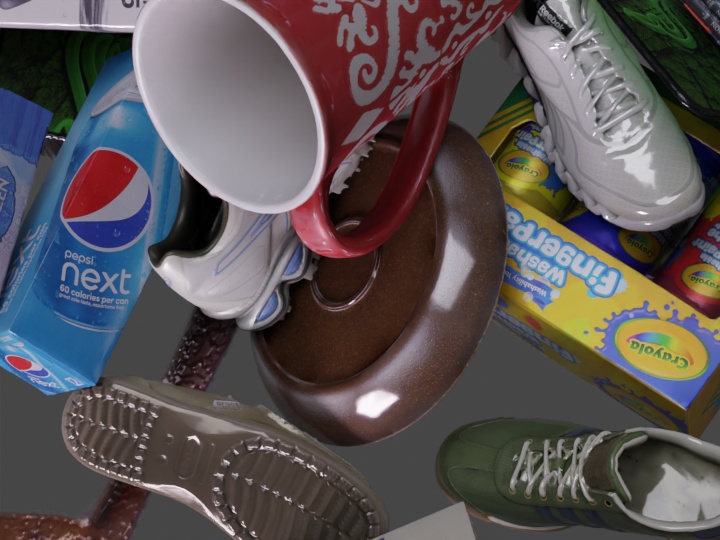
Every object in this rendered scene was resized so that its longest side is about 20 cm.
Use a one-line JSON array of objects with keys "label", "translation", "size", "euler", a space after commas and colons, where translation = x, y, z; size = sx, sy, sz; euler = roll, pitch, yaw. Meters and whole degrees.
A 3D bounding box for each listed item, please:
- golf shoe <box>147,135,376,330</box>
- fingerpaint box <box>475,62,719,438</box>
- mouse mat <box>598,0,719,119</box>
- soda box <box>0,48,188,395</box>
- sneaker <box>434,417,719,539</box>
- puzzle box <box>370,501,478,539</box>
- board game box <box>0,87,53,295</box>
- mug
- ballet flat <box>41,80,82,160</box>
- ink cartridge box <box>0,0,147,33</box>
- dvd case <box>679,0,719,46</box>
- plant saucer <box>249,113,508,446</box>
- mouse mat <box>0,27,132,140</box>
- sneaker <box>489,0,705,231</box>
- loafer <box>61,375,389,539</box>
[{"label": "golf shoe", "translation": [-0.054, -0.069, 1.415], "size": [0.078, 0.097, 0.201], "euler": [16, 83, 49]}, {"label": "fingerpaint box", "translation": [0.155, -0.023, 1.444], "size": [0.199, 0.073, 0.167], "euler": [33, 77, 20]}, {"label": "mouse mat", "translation": [0.193, -0.134, 1.418], "size": [0.008, 0.199, 0.161], "euler": [-47, 61, 22]}, {"label": "soda box", "translation": [-0.150, -0.031, 1.433], "size": [0.064, 0.068, 0.201], "euler": [33, 66, -24]}, {"label": "sneaker", "translation": [0.136, 0.111, 1.383], "size": [0.199, 0.090, 0.068], "euler": [10, 71, 13]}, {"label": "puzzle box", "translation": [0.008, 0.185, 1.306], "size": [0.132, 0.200, 0.026], "euler": [-23, 102, 3]}, {"label": "board game box", "translation": [-0.272, 0.007, 1.451], "size": [0.199, 0.043, 0.200], "euler": [-13, 58, 50]}, {"label": "mug", "translation": [-0.011, -0.122, 1.353], "size": [0.133, 0.178, 0.200], "euler": [30, 48, 25]}, {"label": "ballet flat", "translation": [-0.181, -0.164, 1.562], "size": [0.066, 0.057, 0.201], "euler": [-5, 67, 9]}, {"label": "ink cartridge box", "translation": [-0.151, -0.210, 1.419], "size": [0.199, 0.084, 0.147], "euler": [3, 95, 15]}, {"label": "dvd case", "translation": [0.261, -0.112, 1.432], "size": [0.022, 0.146, 0.200], "euler": [-47, 66, 23]}, {"label": "plant saucer", "translation": [0.000, 0.000, 1.424], "size": [0.200, 0.032, 0.201], "euler": [-22, 57, 39]}, {"label": "mouse mat", "translation": [-0.141, -0.160, 1.545], "size": [0.160, 0.008, 0.201], "euler": [11, 61, -5]}, {"label": "sneaker", "translation": [0.128, -0.108, 1.401], "size": [0.075, 0.081, 0.201], "euler": [-28, 64, -6]}, {"label": "loafer", "translation": [-0.072, 0.108, 1.427], "size": [0.199, 0.068, 0.076], "euler": [26, 108, 3]}]
